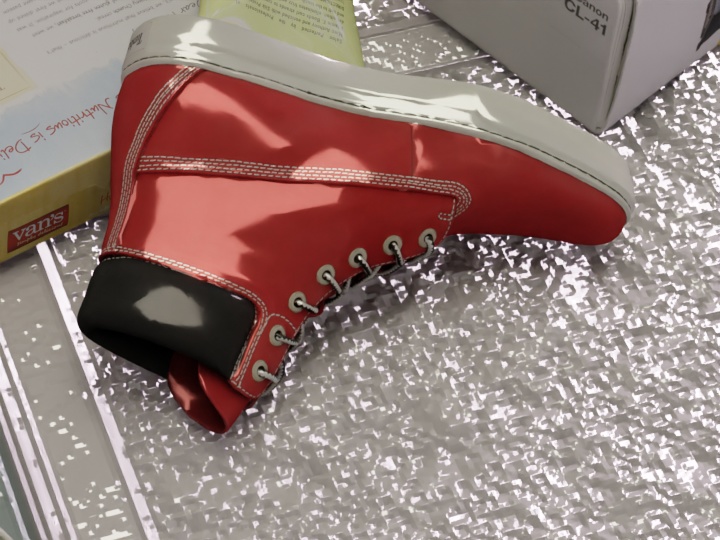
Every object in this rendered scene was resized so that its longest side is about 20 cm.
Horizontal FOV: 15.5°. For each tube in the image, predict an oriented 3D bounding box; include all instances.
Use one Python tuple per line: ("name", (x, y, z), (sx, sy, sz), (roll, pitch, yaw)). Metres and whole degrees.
("tube", (-0.038, -0.153, 1.068), (0.058, 0.052, 0.200), (-11, 51, 4))

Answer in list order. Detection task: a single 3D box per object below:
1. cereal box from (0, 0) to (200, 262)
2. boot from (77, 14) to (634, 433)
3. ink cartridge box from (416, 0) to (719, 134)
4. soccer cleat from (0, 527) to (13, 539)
("cereal box", (-0.143, -0.101, 1.044), (0.144, 0.040, 0.200), (-27, 58, -27))
("boot", (0.000, 0.000, 0.967), (0.199, 0.072, 0.145), (12, 69, -11))
("ink cartridge box", (0.116, -0.168, 1.096), (0.148, 0.086, 0.200), (38, 58, 24))
("soccer cleat", (-0.125, 0.116, 0.845), (0.200, 0.070, 0.086), (32, 55, 20))
